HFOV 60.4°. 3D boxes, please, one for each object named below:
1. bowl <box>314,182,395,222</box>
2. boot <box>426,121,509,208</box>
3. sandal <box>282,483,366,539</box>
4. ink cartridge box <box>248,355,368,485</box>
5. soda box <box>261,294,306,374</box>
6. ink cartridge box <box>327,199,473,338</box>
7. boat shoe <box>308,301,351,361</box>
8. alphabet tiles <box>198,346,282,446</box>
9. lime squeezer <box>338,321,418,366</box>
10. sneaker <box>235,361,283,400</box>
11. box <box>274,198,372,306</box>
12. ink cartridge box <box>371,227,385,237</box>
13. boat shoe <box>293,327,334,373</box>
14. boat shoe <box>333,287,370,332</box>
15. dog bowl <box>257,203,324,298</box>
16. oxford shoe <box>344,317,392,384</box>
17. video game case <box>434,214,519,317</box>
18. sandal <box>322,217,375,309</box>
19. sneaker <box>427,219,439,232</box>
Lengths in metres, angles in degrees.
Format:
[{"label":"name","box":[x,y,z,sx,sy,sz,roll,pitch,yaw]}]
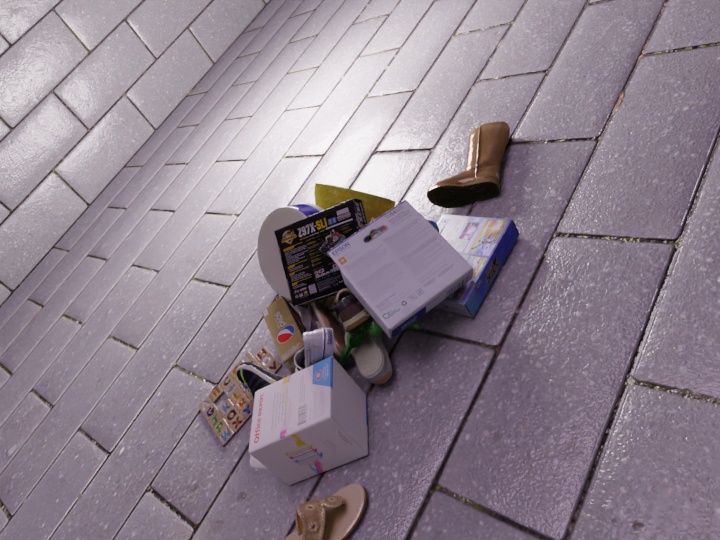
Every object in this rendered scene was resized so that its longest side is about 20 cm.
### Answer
[{"label":"bowl","box":[-0.023,-0.126,1.428,0.197,0.196,0.112,17,95,49]},{"label":"boot","box":[0.243,-0.236,1.375,0.169,0.067,0.204,-4,49,23]},{"label":"sandal","box":[-0.086,0.404,0.972,0.210,0.070,0.078,-40,35,0]},{"label":"ink cartridge box","box":[-0.099,0.271,1.091,0.196,0.126,0.131,-26,37,20]},{"label":"soda box","box":[-0.150,0.141,1.327,0.063,0.068,0.201,-37,35,1]},{"label":"ink cartridge box","box":[0.070,-0.008,1.122,0.193,0.044,0.201,-33,59,-16]},{"label":"boat shoe","box":[-0.076,0.129,1.270,0.065,0.071,0.201,-47,37,8]},{"label":"alphabet tiles","box":[-0.259,0.262,1.352,0.201,0.008,0.166,-48,36,-10]},{"label":"lime squeezer","box":[0.013,0.122,1.118,0.197,0.038,0.071,-33,30,15]},{"label":"sneaker","box":[-0.200,0.248,1.249,0.196,0.072,0.084,11,60,43]},{"label":"box","box":[-0.067,-0.033,1.244,0.195,0.049,0.165,-19,81,23]},{"label":"ink cartridge box","box":[0.059,-0.048,1.350,0.196,0.051,0.111,-30,37,17]},{"label":"boat shoe","box":[-0.093,0.167,1.149,0.063,0.203,0.075,2,49,-12]},{"label":"boat shoe","box":[-0.018,0.064,1.184,0.072,0.066,0.200,-28,6,-4]},{"label":"dog bowl","box":[-0.137,-0.043,1.379,0.195,0.208,0.078,-8,3,37]},{"label":"oxford shoe","box":[0.016,0.146,1.180,0.074,0.058,0.202,-37,30,10]},{"label":"video game case","box":[0.187,-0.016,1.202,0.178,0.046,0.202,9,59,49]},{"label":"sandal","box":[0.000,-0.001,1.291,0.215,0.068,0.078,-59,5,10]},{"label":"sneaker","box":[0.102,-0.004,1.186,0.087,0.076,0.202,29,74,35]}]
